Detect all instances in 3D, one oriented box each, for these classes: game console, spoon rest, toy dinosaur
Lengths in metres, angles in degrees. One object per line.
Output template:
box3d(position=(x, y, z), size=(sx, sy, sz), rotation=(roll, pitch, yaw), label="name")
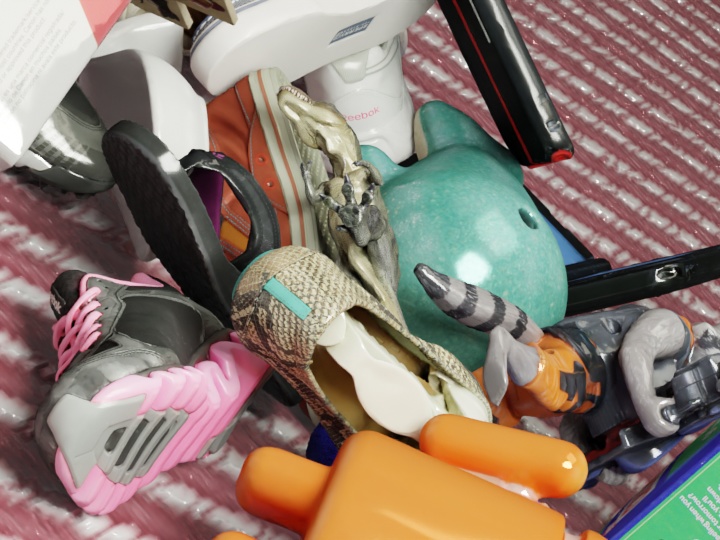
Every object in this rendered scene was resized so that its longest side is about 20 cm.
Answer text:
box3d(position=(0.066, -0.150, 1.657), size=(0.201, 0.031, 0.177), rotation=(64, -3, -1), label="game console")
box3d(position=(-0.109, -0.075, 1.476), size=(0.060, 0.100, 0.200), rotation=(0, 24, -7), label="spoon rest")
box3d(position=(0.000, 0.000, 1.443), size=(0.088, 0.047, 0.201), rotation=(17, 58, -79), label="toy dinosaur")
box3d(position=(0.126, -0.034, 1.794), size=(0.200, 0.175, 0.117), rotation=(-13, 90, -65), label="game console")

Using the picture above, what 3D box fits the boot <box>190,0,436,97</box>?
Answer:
box3d(position=(-0.043, -0.155, 1.605), size=(0.090, 0.073, 0.200), rotation=(50, 34, 12), label="boot")

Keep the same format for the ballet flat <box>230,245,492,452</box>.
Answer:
box3d(position=(0.015, 0.057, 1.327), size=(0.075, 0.068, 0.200), rotation=(38, -3, 40), label="ballet flat")

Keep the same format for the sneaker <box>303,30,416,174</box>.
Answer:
box3d(position=(-0.009, -0.149, 1.737), size=(0.200, 0.077, 0.100), rotation=(-110, -172, -50), label="sneaker")

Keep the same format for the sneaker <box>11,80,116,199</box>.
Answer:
box3d(position=(-0.172, -0.126, 1.419), size=(0.200, 0.090, 0.066), rotation=(49, 22, 6), label="sneaker")

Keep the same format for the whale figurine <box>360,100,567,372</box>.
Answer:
box3d(position=(0.060, -0.023, 1.621), size=(0.159, 0.104, 0.200), rotation=(40, 36, -18), label="whale figurine")

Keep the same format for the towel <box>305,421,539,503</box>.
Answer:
box3d(position=(0.055, 0.160, 1.393), size=(0.147, 0.050, 0.201), rotation=(29, 27, -40), label="towel")

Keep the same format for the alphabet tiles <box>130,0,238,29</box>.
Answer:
box3d(position=(-0.141, -0.178, 1.432), size=(0.166, 0.006, 0.200), rotation=(24, -16, 16), label="alphabet tiles")

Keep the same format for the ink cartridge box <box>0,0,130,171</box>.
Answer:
box3d(position=(-0.204, -0.154, 1.325), size=(0.200, 0.083, 0.147), rotation=(40, 64, -16), label="ink cartridge box")

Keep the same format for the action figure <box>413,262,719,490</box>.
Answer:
box3d(position=(0.123, 0.042, 1.504), size=(0.193, 0.200, 0.105), rotation=(2, 69, -36), label="action figure")

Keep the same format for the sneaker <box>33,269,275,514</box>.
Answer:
box3d(position=(-0.105, 0.041, 1.285), size=(0.095, 0.079, 0.200), rotation=(43, 13, 8), label="sneaker")

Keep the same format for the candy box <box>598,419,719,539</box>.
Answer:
box3d(position=(0.208, 0.108, 1.565), size=(0.077, 0.200, 0.169), rotation=(46, 20, 4), label="candy box")

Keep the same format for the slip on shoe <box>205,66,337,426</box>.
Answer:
box3d(position=(-0.041, -0.007, 1.507), size=(0.074, 0.061, 0.201), rotation=(48, 23, -60), label="slip on shoe")

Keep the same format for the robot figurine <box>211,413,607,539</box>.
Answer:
box3d(position=(0.034, 0.139, 1.250), size=(0.199, 0.117, 0.144), rotation=(25, 38, 0), label="robot figurine")

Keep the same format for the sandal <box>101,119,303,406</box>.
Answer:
box3d(position=(-0.063, -0.014, 1.375), size=(0.075, 0.048, 0.201), rotation=(38, -14, 36), label="sandal")

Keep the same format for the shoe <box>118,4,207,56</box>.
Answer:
box3d(position=(-0.104, -0.159, 1.635), size=(0.200, 0.070, 0.053), rotation=(26, 20, -47), label="shoe")
